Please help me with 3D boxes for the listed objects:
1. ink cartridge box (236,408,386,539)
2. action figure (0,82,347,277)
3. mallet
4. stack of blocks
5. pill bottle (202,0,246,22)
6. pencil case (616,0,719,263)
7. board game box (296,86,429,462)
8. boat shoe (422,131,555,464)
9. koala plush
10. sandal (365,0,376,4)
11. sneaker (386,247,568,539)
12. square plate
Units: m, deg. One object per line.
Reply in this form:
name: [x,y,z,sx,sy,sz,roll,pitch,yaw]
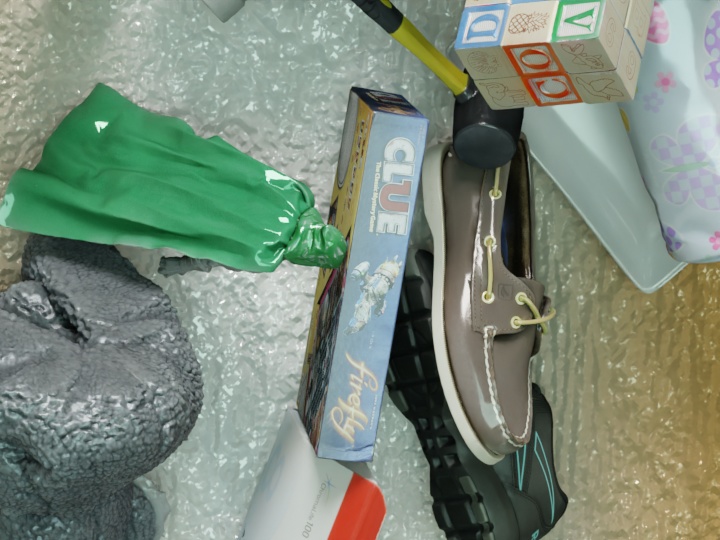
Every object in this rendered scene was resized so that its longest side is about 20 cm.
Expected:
ink cartridge box: [-0.043,0.182,1.575,0.047,0.200,0.161,21,97,-9]
action figure: [-0.096,-0.037,1.553,0.199,0.055,0.118,17,60,25]
mallet: [0.024,-0.129,1.535,0.041,0.066,0.200,-26,135,34]
stack of blocks: [0.133,-0.189,1.504,0.115,0.201,0.059,-3,145,28]
pill bottle: [-0.029,-0.235,1.553,0.200,0.111,0.111,-41,101,3]
pencil case: [0.197,-0.105,1.581,0.090,0.083,0.201,-14,102,17]
board game box: [0.000,0.000,1.583,0.034,0.136,0.201,9,99,-7]
boat shoe: [0.080,0.012,1.585,0.059,0.072,0.201,-16,65,25]
koala plush: [-0.180,0.112,1.567,0.177,0.183,0.201,-24,135,-39]
sandal: [0.051,-0.199,1.541,0.043,0.200,0.076,46,132,-8]
sneaker: [0.067,0.079,1.646,0.079,0.075,0.201,-21,95,-31]
square plate: [0.185,-0.123,1.634,0.198,0.028,0.200,-41,101,3]
